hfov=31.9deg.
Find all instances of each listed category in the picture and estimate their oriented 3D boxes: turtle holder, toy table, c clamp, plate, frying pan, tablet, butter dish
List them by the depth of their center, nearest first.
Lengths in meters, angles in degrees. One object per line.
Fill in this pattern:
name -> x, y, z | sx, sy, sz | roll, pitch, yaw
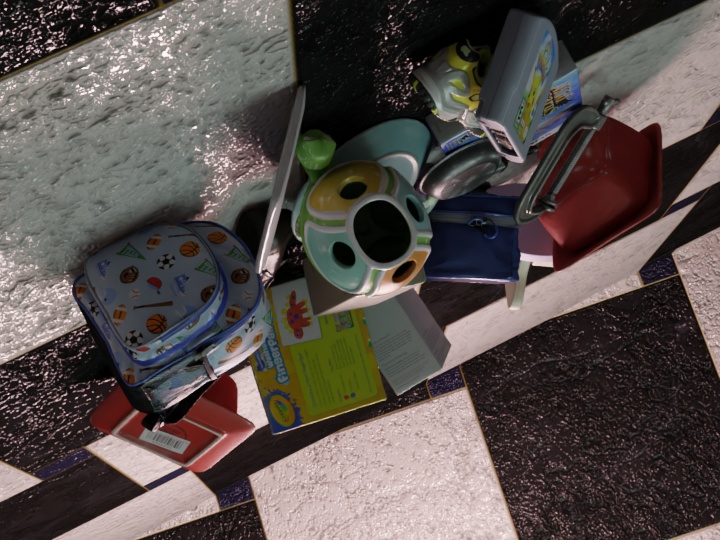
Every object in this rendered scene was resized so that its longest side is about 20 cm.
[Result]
tablet -> -0.080, -0.087, 1.263 | 0.014, 0.131, 0.200 | 14, 159, -5
turtle holder -> 0.006, -0.063, 1.344 | 0.140, 0.187, 0.132 | -8, -175, -11
plate -> 0.008, -0.094, 1.470 | 0.200, 0.026, 0.200 | -31, 155, -16
frying pan -> 0.144, -0.119, 1.554 | 0.115, 0.031, 0.190 | -37, 160, 26
c clamp -> 0.267, -0.142, 1.619 | 0.201, 0.027, 0.171 | -58, 160, 12
butter dish -> 0.311, -0.135, 1.764 | 0.199, 0.148, 0.201 | -35, -153, 37
butter dish -> -0.264, 0.179, 1.836 | 0.199, 0.148, 0.199 | 27, 139, -20
toy table -> 0.246, -0.047, 1.923 | 0.199, 0.185, 0.117 | 14, 147, -7

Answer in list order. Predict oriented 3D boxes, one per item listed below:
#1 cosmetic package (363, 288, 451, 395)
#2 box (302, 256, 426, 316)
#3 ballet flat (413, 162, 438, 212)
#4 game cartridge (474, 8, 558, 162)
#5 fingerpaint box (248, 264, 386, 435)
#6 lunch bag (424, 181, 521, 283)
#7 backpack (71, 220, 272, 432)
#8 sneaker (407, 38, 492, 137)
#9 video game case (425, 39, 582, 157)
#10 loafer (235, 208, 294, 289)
cosmetic package -> 0.039, 0.060, 1.790 | 0.085, 0.200, 0.108 | -32, -174, 19
box -> 0.000, 0.000, 1.523 | 0.094, 0.078, 0.200 | -12, 175, -18
ballet flat -> 0.021, -0.072, 1.611 | 0.200, 0.069, 0.071 | -33, 163, 37
game cartridge -> 0.170, -0.197, 1.330 | 0.040, 0.134, 0.200 | 16, 177, 16
fingerpaint box -> -0.072, 0.098, 1.705 | 0.166, 0.201, 0.073 | -18, -165, -6
lunch bag -> 0.144, -0.052, 1.693 | 0.135, 0.133, 0.200 | 3, 178, -4
backpack -> -0.197, 0.035, 1.359 | 0.190, 0.200, 0.154 | -27, 154, -17
sneaker -> 0.124, -0.195, 1.335 | 0.076, 0.076, 0.200 | -40, 168, 20
video game case -> 0.181, -0.187, 1.534 | 0.181, 0.046, 0.200 | -30, 166, 6
loafer -> -0.119, -0.013, 1.525 | 0.071, 0.073, 0.200 | -19, 164, -26
